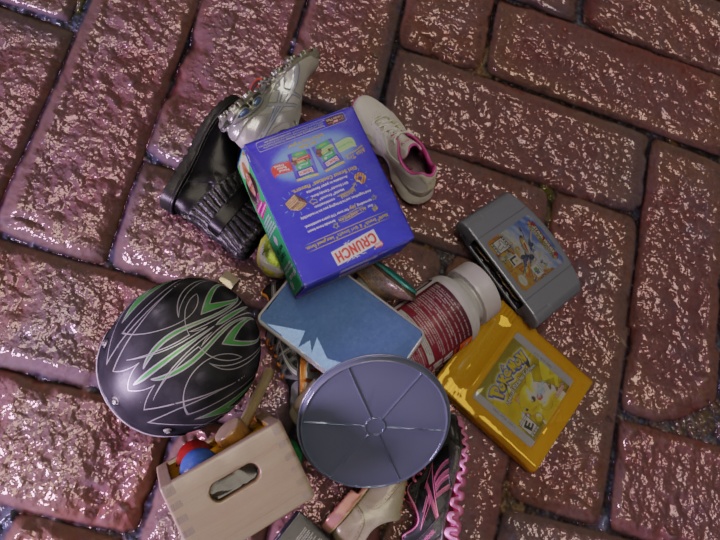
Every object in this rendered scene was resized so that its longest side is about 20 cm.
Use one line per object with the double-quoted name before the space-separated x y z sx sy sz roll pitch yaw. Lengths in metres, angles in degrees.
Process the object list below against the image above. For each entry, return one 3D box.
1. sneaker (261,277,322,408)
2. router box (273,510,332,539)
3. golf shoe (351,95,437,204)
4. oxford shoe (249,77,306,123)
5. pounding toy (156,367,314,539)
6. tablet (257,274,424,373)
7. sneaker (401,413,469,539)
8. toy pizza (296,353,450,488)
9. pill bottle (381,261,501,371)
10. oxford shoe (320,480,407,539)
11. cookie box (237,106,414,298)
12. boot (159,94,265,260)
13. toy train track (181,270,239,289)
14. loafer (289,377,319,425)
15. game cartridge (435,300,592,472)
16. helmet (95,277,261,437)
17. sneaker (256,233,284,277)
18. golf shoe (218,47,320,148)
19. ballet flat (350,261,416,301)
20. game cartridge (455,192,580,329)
"sneaker" -0.095 0.106 1.021 0.076 0.078 0.204 -7 79 15
"router box" -0.086 0.442 0.926 0.157 0.052 0.200 42 70 2
"golf shoe" 0.058 -0.204 1.131 0.075 0.092 0.201 -34 82 -18
"oxford shoe" -0.110 -0.212 1.120 0.072 0.071 0.202 -10 66 -49
"pounding toy" -0.155 0.236 0.917 0.198 0.184 0.144 -27 93 -18
"tablet" -0.026 0.075 0.967 0.199 0.014 0.131 36 70 8
"sneaker" 0.101 0.297 1.008 0.093 0.079 0.204 8 68 7
"toy pizza" 0.017 0.190 0.916 0.196 0.032 0.204 -3 114 -6
"pill bottle" 0.103 0.078 1.047 0.198 0.110 0.110 -33 83 -19
"oxford shoe" 0.038 0.299 0.988 0.200 0.071 0.074 -44 80 -10
"cookie box" -0.049 -0.092 0.967 0.169 0.075 0.203 -22 82 -18
"boot" -0.178 -0.136 1.060 0.156 0.079 0.214 28 80 4
"toy train track" -0.238 0.082 1.009 0.114 0.033 0.201 35 70 -1
"loafer" 0.001 0.186 0.979 0.197 0.076 0.069 8 115 -36
"game cartridge" 0.231 0.169 1.091 0.199 0.032 0.177 41 69 0
"helmet" -0.220 0.105 0.895 0.196 0.191 0.204 2 80 -9
"sneaker" -0.091 -0.074 1.049 0.075 0.105 0.201 35 70 -3
"golf shoe" -0.115 -0.241 1.054 0.098 0.078 0.200 49 65 -17
"ballet flat" 0.000 0.000 1.048 0.200 0.068 0.068 43 99 32
"game cartridge" 0.254 -0.023 1.139 0.132 0.042 0.201 -32 80 -25
